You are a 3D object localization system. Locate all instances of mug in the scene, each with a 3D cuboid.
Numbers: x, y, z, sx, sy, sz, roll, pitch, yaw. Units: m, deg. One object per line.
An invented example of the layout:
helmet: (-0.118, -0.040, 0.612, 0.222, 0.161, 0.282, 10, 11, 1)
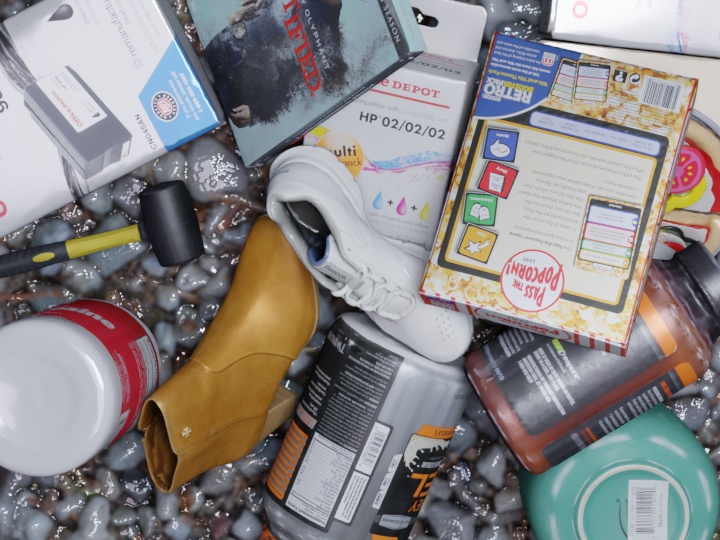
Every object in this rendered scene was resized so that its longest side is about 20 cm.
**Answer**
mug: (0.195, 0.168, 1.329, 0.185, 0.114, 0.152, 42, 97, -8)

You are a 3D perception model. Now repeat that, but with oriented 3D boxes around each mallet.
mallet: (-0.225, -0.028, 1.326, 0.200, 0.041, 0.066, -7, 102, 4)

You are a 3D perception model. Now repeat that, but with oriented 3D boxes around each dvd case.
dvd case: (-0.045, -0.180, 1.224, 0.200, 0.022, 0.146, -29, 77, 44)

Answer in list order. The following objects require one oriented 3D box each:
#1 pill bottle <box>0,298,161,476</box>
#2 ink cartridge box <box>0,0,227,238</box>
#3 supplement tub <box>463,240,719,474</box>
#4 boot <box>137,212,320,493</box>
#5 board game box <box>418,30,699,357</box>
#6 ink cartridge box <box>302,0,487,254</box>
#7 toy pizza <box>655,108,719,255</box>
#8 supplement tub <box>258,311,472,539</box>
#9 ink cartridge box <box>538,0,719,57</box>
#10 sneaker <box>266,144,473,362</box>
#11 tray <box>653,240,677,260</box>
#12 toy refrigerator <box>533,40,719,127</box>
pill bottle: (-0.213, 0.080, 1.255, 0.112, 0.200, 0.112, 1, 95, 6)
ink cartridge box: (-0.223, -0.132, 1.280, 0.200, 0.084, 0.145, -27, 99, 4)
supplement tub: (0.184, 0.060, 1.244, 0.200, 0.107, 0.107, -31, 100, 6)
boot: (-0.104, 0.066, 1.273, 0.071, 0.144, 0.201, 25, 124, 32)
board game box: (0.141, -0.055, 1.194, 0.151, 0.046, 0.200, 16, 81, 12)
ink cartridge box: (0.020, -0.108, 1.270, 0.115, 0.068, 0.200, 14, 112, 8)
toy pizza: (0.195, -0.048, 1.286, 0.200, 0.032, 0.200, 1, 131, 1)
supplement tub: (0.000, 0.144, 1.317, 0.122, 0.123, 0.200, 22, 100, -5)
ink cartridge box: (0.243, -0.238, 1.272, 0.200, 0.084, 0.145, 6, 99, -3)
sneaker: (0.000, 0.000, 1.231, 0.200, 0.087, 0.075, 42, 116, -6)
tray: (0.195, 0.015, 1.304, 0.200, 0.022, 0.107, 29, 125, -21)
toy refrigerator: (0.227, -0.130, 1.301, 0.200, 0.070, 0.076, 5, 97, -4)
